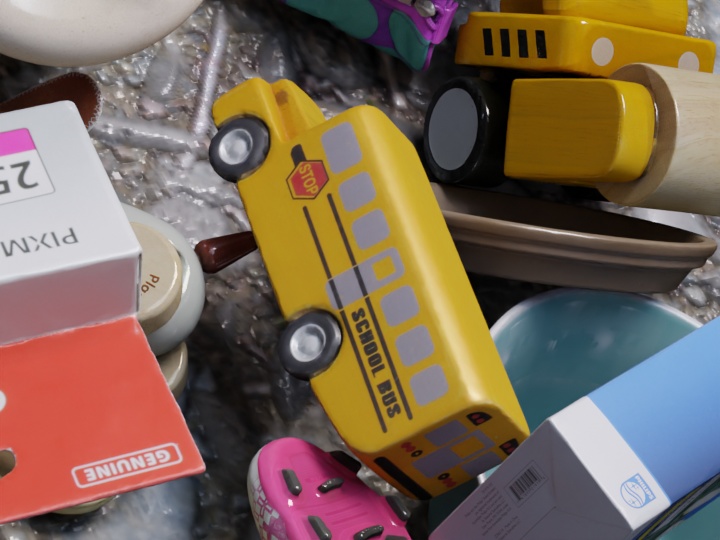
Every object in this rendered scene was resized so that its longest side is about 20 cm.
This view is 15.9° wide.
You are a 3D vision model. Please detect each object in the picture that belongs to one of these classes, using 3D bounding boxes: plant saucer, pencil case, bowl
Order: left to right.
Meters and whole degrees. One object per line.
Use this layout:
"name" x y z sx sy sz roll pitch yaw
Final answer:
"pencil case" -0.038 -0.179 1.340 0.200 0.085 0.092 22 14 -16
"plant saucer" 0.072 -0.018 1.249 0.200 0.200 0.030 5 97 -31
"bowl" 0.111 0.119 1.198 0.201 0.105 0.201 18 48 -22

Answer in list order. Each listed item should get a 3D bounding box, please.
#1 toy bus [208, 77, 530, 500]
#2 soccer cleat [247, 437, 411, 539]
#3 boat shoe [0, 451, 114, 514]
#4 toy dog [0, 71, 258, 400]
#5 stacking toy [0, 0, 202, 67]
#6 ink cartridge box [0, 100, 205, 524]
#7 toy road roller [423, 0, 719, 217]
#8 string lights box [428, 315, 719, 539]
"toy bus" 0.000 0.000 1.121 0.065 0.078 0.200 42 23 -56
"soccer cleat" 0.008 0.163 1.061 0.200 0.086 0.070 50 32 11
"boat shoe" -0.172 0.021 1.113 0.200 0.065 0.071 44 45 4
"toy dog" -0.124 -0.034 1.160 0.096 0.132 0.200 -35 89 -22
"stacking toy" -0.134 -0.153 1.194 0.146 0.200 0.146 0 85 -5
"ink cartridge box" -0.178 0.024 0.986 0.200 0.044 0.174 -13 48 -19
"toy road roller" 0.129 -0.107 1.310 0.123 0.200 0.146 5 93 -34
"string lights box" 0.131 0.073 1.101 0.200 0.103 0.059 -27 74 -42
